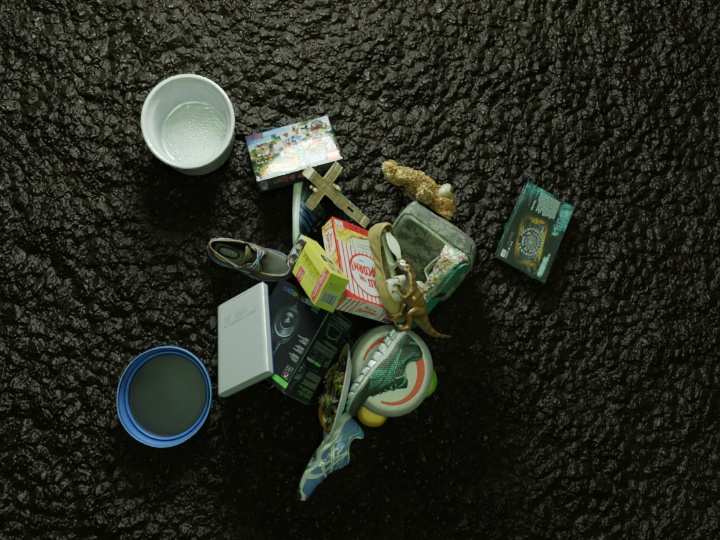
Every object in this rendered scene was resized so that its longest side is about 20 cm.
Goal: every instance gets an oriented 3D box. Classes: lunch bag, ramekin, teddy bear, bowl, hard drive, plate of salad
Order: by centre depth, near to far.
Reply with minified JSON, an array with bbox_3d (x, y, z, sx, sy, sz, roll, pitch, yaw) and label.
[{"bbox_3d":[-0.058,0.246,1.124,0.047,0.200,0.207,15,82,-6],"label":"plate of salad"},{"bbox_3d":[-0.239,0.140,1.131,0.129,0.025,0.205,-26,53,21],"label":"hard drive"},{"bbox_3d":[-0.410,0.265,1.165,0.193,0.039,0.208,1,83,-6],"label":"bowl"},{"bbox_3d":[0.155,-0.055,1.206,0.197,0.168,0.141,34,120,0],"label":"lunch bag"},{"bbox_3d":[-0.368,-0.309,1.206,0.193,0.098,0.208,1,83,-5],"label":"ramekin"},{"bbox_3d":[0.133,-0.193,1.231,0.198,0.144,0.068,35,102,16],"label":"teddy bear"}]

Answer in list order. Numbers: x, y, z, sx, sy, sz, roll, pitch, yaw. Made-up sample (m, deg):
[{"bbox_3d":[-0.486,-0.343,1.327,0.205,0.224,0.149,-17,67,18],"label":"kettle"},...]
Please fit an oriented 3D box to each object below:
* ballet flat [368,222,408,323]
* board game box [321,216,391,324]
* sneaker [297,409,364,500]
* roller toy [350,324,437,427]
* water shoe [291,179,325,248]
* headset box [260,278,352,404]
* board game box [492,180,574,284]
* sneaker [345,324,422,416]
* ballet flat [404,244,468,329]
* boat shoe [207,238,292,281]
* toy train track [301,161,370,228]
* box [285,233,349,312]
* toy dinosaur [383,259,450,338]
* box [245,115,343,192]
[{"bbox_3d":[0.062,0.003,1.098,0.067,0.062,0.206,-14,84,-36],"label":"ballet flat"},{"bbox_3d":[0.000,0.000,1.158,0.149,0.046,0.205,18,47,-37],"label":"board game box"},{"bbox_3d":[-0.066,0.401,1.168,0.076,0.076,0.203,33,82,3],"label":"sneaker"},{"bbox_3d":[0.059,0.212,1.172,0.195,0.140,0.187,-24,86,-8],"label":"roller toy"},{"bbox_3d":[-0.115,-0.116,1.226,0.076,0.071,0.208,1,84,-8],"label":"water shoe"},{"bbox_3d":[-0.142,0.149,1.138,0.172,0.093,0.203,25,80,40],"label":"headset box"},{"bbox_3d":[0.411,-0.089,1.302,0.132,0.028,0.204,27,81,-3],"label":"board game box"},{"bbox_3d":[0.048,0.207,1.067,0.090,0.078,0.202,37,85,6],"label":"sneaker"},{"bbox_3d":[0.145,0.031,1.124,0.064,0.075,0.201,51,118,26],"label":"ballet flat"},{"bbox_3d":[-0.240,-0.022,1.200,0.193,0.072,0.075,12,82,-5],"label":"boat shoe"},{"bbox_3d":[-0.047,-0.156,1.207,0.199,0.032,0.116,38,91,-33],"label":"toy train track"},{"bbox_3d":[-0.091,0.001,1.106,0.049,0.200,0.077,22,105,-33],"label":"box"},{"bbox_3d":[0.107,0.080,1.062,0.104,0.060,0.204,-27,109,-8],"label":"toy dinosaur"},{"bbox_3d":[-0.148,-0.262,1.228,0.194,0.038,0.139,-16,59,-8],"label":"box"}]
